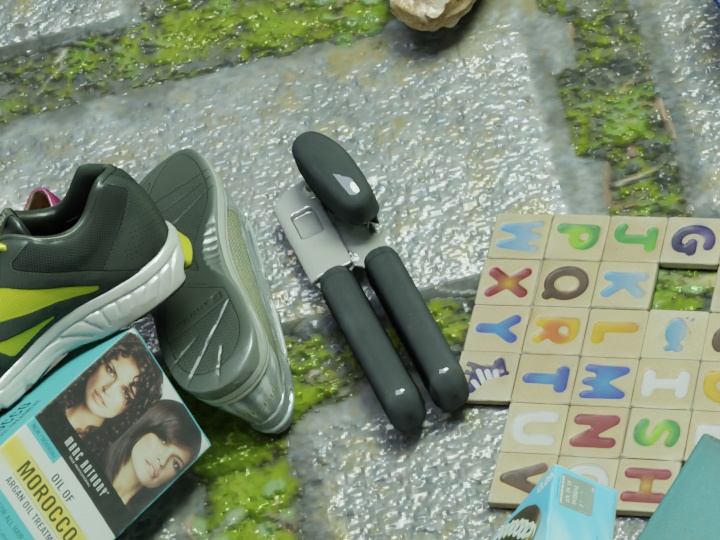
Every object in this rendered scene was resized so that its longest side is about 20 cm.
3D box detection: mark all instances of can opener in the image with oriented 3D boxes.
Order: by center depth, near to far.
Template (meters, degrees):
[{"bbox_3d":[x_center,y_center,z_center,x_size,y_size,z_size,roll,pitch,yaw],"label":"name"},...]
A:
[{"bbox_3d":[0.000,0.000,1.572,0.053,0.067,0.200,-24,44,-5],"label":"can opener"}]

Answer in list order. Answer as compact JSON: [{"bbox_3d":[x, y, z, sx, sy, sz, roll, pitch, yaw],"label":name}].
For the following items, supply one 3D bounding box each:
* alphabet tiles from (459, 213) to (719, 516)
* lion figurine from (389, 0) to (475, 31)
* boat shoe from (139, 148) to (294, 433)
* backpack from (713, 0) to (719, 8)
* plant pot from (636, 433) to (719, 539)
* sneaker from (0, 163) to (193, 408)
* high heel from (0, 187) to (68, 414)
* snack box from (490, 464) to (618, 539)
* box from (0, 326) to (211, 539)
[{"bbox_3d":[0.135,0.047,1.533,0.166,0.008,0.201,2,50,18],"label":"alphabet tiles"},{"bbox_3d":[0.023,-0.219,1.764,0.123,0.073,0.200,-49,39,-9],"label":"lion figurine"},{"bbox_3d":[-0.084,0.010,1.601,0.074,0.065,0.202,-37,41,9],"label":"boat shoe"},{"bbox_3d":[0.283,-0.196,1.601,0.190,0.154,0.201,-31,42,21],"label":"backpack"},{"bbox_3d":[0.170,0.214,1.297,0.141,0.141,0.200,28,73,34],"label":"plant pot"},{"bbox_3d":[-0.190,0.013,1.506,0.200,0.085,0.074,-34,27,-9],"label":"sneaker"},{"bbox_3d":[-0.175,0.053,1.558,0.067,0.096,0.201,-1,50,15],"label":"high heel"},{"bbox_3d":[0.054,0.192,1.312,0.037,0.200,0.117,22,45,-12],"label":"snack box"},{"bbox_3d":[-0.171,0.120,1.475,0.049,0.083,0.200,-15,23,49],"label":"box"}]
